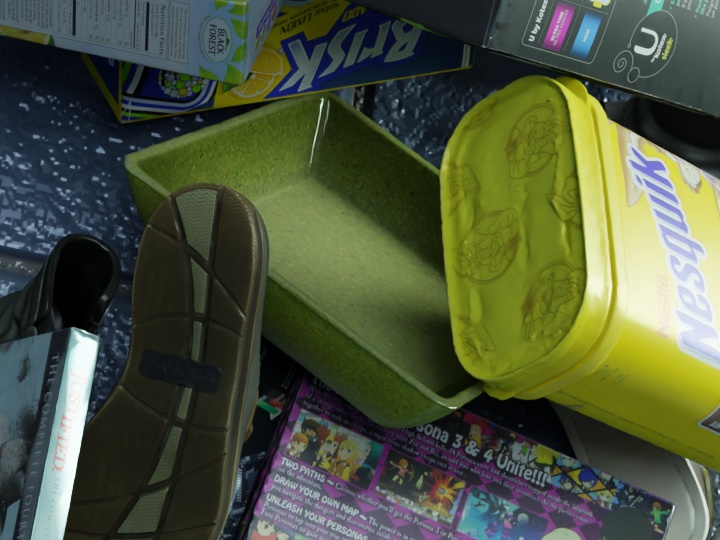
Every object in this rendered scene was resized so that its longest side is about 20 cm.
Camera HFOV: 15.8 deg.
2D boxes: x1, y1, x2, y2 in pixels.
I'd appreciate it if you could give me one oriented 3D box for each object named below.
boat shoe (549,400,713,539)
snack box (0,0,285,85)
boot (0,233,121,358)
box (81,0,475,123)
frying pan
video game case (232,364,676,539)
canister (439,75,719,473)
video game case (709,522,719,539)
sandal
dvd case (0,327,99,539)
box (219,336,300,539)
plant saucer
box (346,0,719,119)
[{"bbox_3d":[0.133,0.060,1.345,0.071,0.060,0.201,-22,75,11],"label":"boat shoe"},{"bbox_3d":[-0.097,-0.176,1.289,0.141,0.053,0.200,13,38,7],"label":"snack box"},{"bbox_3d":[-0.165,0.087,1.195,0.067,0.131,0.201,17,67,-19],"label":"boot"},{"bbox_3d":[-0.040,-0.133,1.341,0.199,0.065,0.070,-11,38,-21],"label":"box"},{"bbox_3d":[0.159,-0.071,1.400,0.189,0.115,0.031,-10,53,25],"label":"frying pan"},{"bbox_3d":[0.033,0.156,1.237,0.199,0.036,0.182,24,67,-7],"label":"video game case"},{"bbox_3d":[0.138,0.010,1.237,0.199,0.086,0.149,24,50,-39],"label":"canister"},{"bbox_3d":[0.235,0.207,1.325,0.182,0.022,0.200,42,64,-16],"label":"video game case"},{"bbox_3d":[-0.080,0.057,1.192,0.080,0.054,0.201,18,99,19],"label":"sandal"},{"bbox_3d":[-0.198,0.108,1.153,0.022,0.199,0.147,29,61,-41],"label":"dvd case"},{"bbox_3d":[-0.049,0.135,1.266,0.158,0.046,0.201,30,65,-6],"label":"box"},{"bbox_3d":[0.000,0.000,1.272,0.200,0.048,0.199,37,28,15],"label":"plant saucer"},{"bbox_3d":[0.093,-0.162,1.254,0.199,0.148,0.125,10,100,-44],"label":"box"}]
